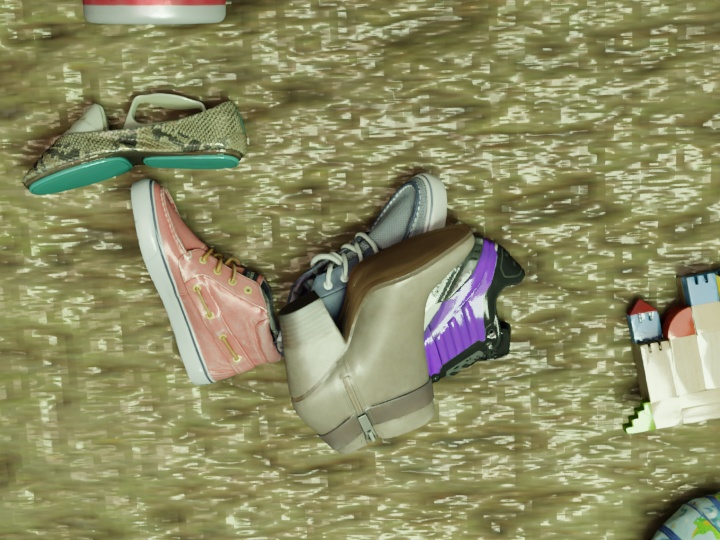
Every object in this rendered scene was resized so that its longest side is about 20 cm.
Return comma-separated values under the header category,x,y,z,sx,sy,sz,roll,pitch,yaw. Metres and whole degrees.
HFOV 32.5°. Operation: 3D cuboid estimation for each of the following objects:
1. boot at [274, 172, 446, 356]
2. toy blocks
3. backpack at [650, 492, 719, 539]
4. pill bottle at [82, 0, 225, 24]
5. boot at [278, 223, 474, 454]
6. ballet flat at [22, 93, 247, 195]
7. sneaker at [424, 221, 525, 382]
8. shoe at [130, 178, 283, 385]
category,x,y,z,sx,sy,sz,roll,pitch,yaw
boot,0.000,0.000,1.088,0.090,0.073,0.200,15,106,-31
toy blocks,0.320,0.058,1.099,0.200,0.100,0.137,-11,91,4
backpack,0.349,0.299,1.122,0.200,0.163,0.154,32,94,2
pill bottle,-0.172,-0.305,1.015,0.119,0.120,0.200,0,103,3
boot,0.029,0.064,1.051,0.200,0.070,0.146,-25,110,4
ballet flat,-0.201,-0.117,1.097,0.200,0.068,0.075,-9,81,-1
sneaker,0.084,0.065,1.115,0.099,0.070,0.200,25,103,-6
shoe,-0.135,0.003,1.112,0.091,0.071,0.200,-15,108,5
